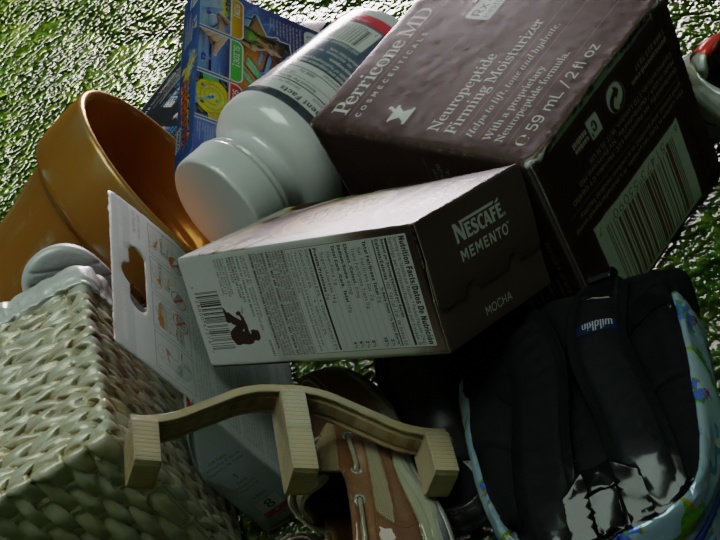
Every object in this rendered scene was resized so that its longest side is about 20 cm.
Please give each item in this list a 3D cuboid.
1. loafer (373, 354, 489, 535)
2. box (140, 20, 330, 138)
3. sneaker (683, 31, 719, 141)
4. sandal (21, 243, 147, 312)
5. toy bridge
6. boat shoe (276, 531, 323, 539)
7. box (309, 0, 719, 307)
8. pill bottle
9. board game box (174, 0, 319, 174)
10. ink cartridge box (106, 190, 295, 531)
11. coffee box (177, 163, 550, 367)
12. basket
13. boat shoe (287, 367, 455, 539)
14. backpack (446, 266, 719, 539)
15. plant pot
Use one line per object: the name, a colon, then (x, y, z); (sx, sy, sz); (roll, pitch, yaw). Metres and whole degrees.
loafer: (0.041, 0.084, 0.874); (0.073, 0.072, 0.200); (-27, 40, 4)
box: (-0.128, -0.154, 1.258); (0.159, 0.046, 0.200); (5, 51, 37)
sneaker: (0.247, -0.138, 0.958); (0.070, 0.094, 0.200); (-43, 40, -15)
sandal: (-0.176, 0.044, 0.951); (0.079, 0.207, 0.059); (-28, 42, -5)
toy bridge: (-0.038, 0.098, 0.786); (0.199, 0.027, 0.067); (4, 41, -17)
boat shoe: (-0.096, 0.230, 0.813); (0.200, 0.070, 0.070); (-42, 39, -15)
box: (0.110, -0.085, 0.934); (0.200, 0.164, 0.166); (16, 58, 43)
pill bottle: (-0.038, -0.099, 1.009); (0.119, 0.120, 0.200); (16, 48, 43)
board game box: (-0.085, -0.142, 1.125); (0.034, 0.135, 0.200); (-45, 35, 41)
ink cartridge box: (-0.114, 0.062, 0.896); (0.050, 0.200, 0.162); (-35, 37, 16)
coffee box: (0.000, 0.000, 0.827); (0.200, 0.080, 0.113); (-7, 15, 42)
basket: (-0.202, 0.143, 0.871); (0.198, 0.200, 0.161); (-30, 41, 3)
boat shoe: (-0.009, 0.129, 0.840); (0.072, 0.076, 0.200); (-3, 31, -23)
backpack: (0.138, 0.107, 0.748); (0.163, 0.154, 0.200); (-19, 19, 8)
plant pot: (-0.208, -0.007, 1.058); (0.183, 0.200, 0.200); (-41, 37, 13)
